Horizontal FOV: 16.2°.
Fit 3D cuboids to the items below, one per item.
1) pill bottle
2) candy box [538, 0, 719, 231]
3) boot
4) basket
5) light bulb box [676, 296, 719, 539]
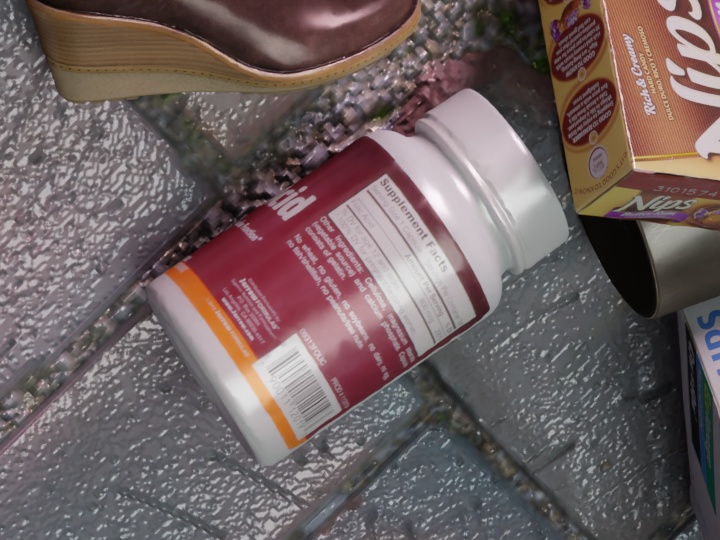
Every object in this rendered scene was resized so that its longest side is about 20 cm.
[{"bbox_3d":[0.000,0.000,1.304,0.200,0.114,0.114,-34,126,-8],"label":"pill bottle"},{"bbox_3d":[0.152,-0.122,1.275,0.116,0.201,0.056,6,152,-30],"label":"candy box"},{"bbox_3d":[-0.063,-0.169,1.204,0.199,0.072,0.167,-11,123,-18],"label":"boot"},{"bbox_3d":[0.223,-0.063,1.379,0.199,0.136,0.181,-24,148,-8],"label":"basket"},{"bbox_3d":[0.293,0.093,1.451,0.199,0.125,0.199,-13,136,-2],"label":"light bulb box"}]
